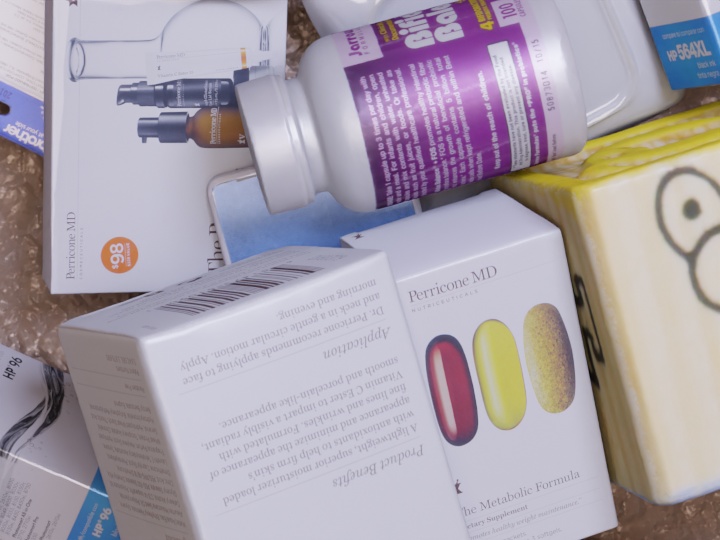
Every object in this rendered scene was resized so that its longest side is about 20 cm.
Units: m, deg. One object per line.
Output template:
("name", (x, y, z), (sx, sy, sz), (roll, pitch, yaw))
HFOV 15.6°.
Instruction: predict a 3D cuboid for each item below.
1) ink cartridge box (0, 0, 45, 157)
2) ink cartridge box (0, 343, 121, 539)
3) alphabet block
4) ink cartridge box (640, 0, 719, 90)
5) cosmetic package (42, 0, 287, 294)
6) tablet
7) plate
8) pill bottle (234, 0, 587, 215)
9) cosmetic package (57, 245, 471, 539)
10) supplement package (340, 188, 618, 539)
("ink cartridge box", (-0.207, -0.186, 1.682), (0.119, 0.042, 0.200), (26, 95, -7))
("ink cartridge box", (-0.228, 0.109, 1.681), (0.200, 0.116, 0.068), (24, 117, -5))
("alphabet block", (0.214, 0.011, 1.625), (0.195, 0.196, 0.200), (-17, 98, -13))
("ink cartridge box", (0.239, -0.232, 1.643), (0.146, 0.084, 0.200), (-24, 99, -18))
("cosmetic package", (-0.126, -0.087, 1.671), (0.150, 0.052, 0.200), (-1, 103, -12))
("tablet", (-0.013, 0.023, 1.672), (0.130, 0.014, 0.200), (-14, 100, 0))
("plate", (0.088, -0.143, 1.669), (0.200, 0.032, 0.200), (-27, 116, 2))
("pill bottle", (0.029, -0.099, 1.597), (0.200, 0.112, 0.113), (-16, 98, -4))
("cosmetic package", (-0.058, 0.104, 1.568), (0.165, 0.165, 0.200), (-19, 99, -22))
("supplement package", (0.072, 0.068, 1.614), (0.114, 0.110, 0.200), (-18, 110, -14))
